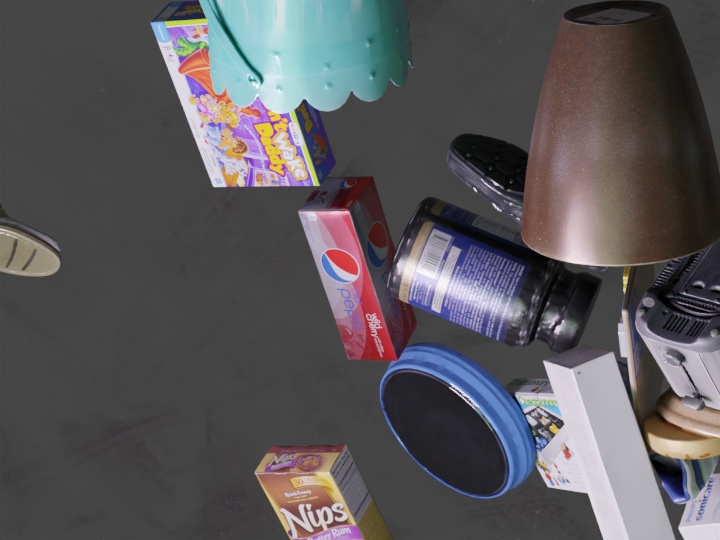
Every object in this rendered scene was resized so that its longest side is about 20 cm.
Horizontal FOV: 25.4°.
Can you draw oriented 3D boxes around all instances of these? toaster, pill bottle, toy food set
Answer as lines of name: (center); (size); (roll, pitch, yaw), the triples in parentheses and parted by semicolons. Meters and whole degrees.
toaster: (0.348, 0.036, 1.483); (0.113, 0.200, 0.129); (16, 147, 41)
pill bottle: (0.137, 0.011, 1.615); (0.199, 0.112, 0.112); (23, 134, 11)
toy food set: (0.383, 0.144, 1.537); (0.197, 0.200, 0.049); (6, 102, 25)

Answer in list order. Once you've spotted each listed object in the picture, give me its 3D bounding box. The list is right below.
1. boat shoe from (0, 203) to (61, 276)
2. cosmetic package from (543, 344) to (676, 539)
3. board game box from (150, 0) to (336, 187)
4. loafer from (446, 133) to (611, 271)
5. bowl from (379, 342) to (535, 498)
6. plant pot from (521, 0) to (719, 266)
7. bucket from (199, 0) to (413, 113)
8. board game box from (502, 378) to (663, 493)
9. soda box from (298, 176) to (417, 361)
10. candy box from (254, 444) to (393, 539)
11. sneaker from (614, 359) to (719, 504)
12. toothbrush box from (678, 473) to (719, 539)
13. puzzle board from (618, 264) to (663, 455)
boat shoe: (-0.453, -0.054, 1.921); (0.199, 0.069, 0.075); (19, 132, -15)
cosmetic package: (0.241, 0.175, 1.536); (0.083, 0.050, 0.201); (-161, 51, -78)
board game box: (-0.118, -0.182, 1.643); (0.134, 0.045, 0.201); (1, 126, 29)
loafer: (0.169, -0.063, 1.565); (0.200, 0.068, 0.071); (32, 142, 6)
bowl: (0.103, 0.171, 1.780); (0.200, 0.039, 0.201); (32, 145, 26)
plant pot: (0.230, -0.131, 1.415); (0.186, 0.187, 0.201); (5, 114, 25)
bucket: (-0.050, -0.243, 1.448); (0.206, 0.207, 0.135); (9, 121, 23)
board game box: (0.226, 0.175, 1.677); (0.127, 0.035, 0.200); (61, 160, -8)
soda box: (0.000, 0.000, 1.712); (0.063, 0.070, 0.201); (0, 126, 28)
candy box: (-0.039, 0.310, 2.006); (0.116, 0.057, 0.201); (-5, 122, 33)
sneaker: (0.285, 0.166, 1.681); (0.199, 0.088, 0.075); (32, 137, 4)
toothbrush box: (0.460, 0.287, 1.685); (0.199, 0.085, 0.147); (-14, 119, 36)
puzzle board: (0.274, 0.071, 1.562); (0.017, 0.151, 0.201); (0, 127, 19)
